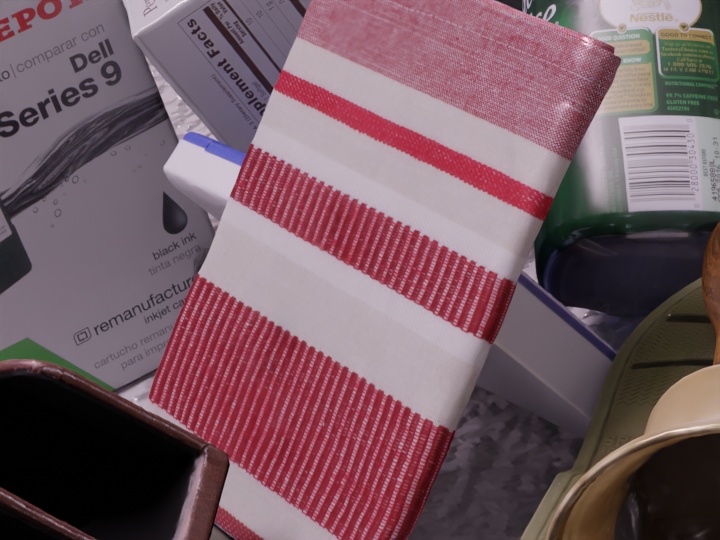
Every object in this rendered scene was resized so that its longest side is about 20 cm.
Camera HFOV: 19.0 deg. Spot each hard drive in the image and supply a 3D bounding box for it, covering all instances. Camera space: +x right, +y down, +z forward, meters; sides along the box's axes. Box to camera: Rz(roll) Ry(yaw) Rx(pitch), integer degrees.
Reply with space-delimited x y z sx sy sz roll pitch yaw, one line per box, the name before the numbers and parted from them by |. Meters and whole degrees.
hard drive | 0.024 0.010 0.813 0.200 0.132 0.025 25 80 51

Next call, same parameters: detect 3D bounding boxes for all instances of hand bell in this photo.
hand bell | 0.116 0.030 0.651 0.104 0.104 0.200 -10 30 17

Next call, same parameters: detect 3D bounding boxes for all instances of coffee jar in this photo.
coffee jar | 0.108 -0.090 0.855 0.085 0.104 0.201 -1 70 1

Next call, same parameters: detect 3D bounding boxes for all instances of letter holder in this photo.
letter holder | -0.166 0.092 0.697 0.200 0.142 0.101 -20 47 45

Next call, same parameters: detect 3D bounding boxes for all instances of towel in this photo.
towel | 0.000 0.000 0.725 0.144 0.023 0.201 30 98 49

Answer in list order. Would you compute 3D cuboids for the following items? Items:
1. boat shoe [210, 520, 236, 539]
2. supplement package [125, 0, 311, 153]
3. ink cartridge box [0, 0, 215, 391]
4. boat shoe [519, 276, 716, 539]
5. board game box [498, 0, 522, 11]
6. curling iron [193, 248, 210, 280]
boat shoe | -0.062 0.130 0.712 0.060 0.072 0.202 16 18 -28
supplement package | -0.025 -0.126 0.957 0.111 0.156 0.200 -34 34 9
ink cartridge box | -0.155 -0.041 0.929 0.146 0.200 0.084 -28 32 -12
boat shoe | 0.115 0.069 0.718 0.075 0.069 0.200 8 42 40
board game box | 0.053 -0.174 1.158 0.147 0.064 0.200 -38 35 -26
curling iron | -0.046 0.056 0.861 0.049 0.026 0.200 -28 37 6
